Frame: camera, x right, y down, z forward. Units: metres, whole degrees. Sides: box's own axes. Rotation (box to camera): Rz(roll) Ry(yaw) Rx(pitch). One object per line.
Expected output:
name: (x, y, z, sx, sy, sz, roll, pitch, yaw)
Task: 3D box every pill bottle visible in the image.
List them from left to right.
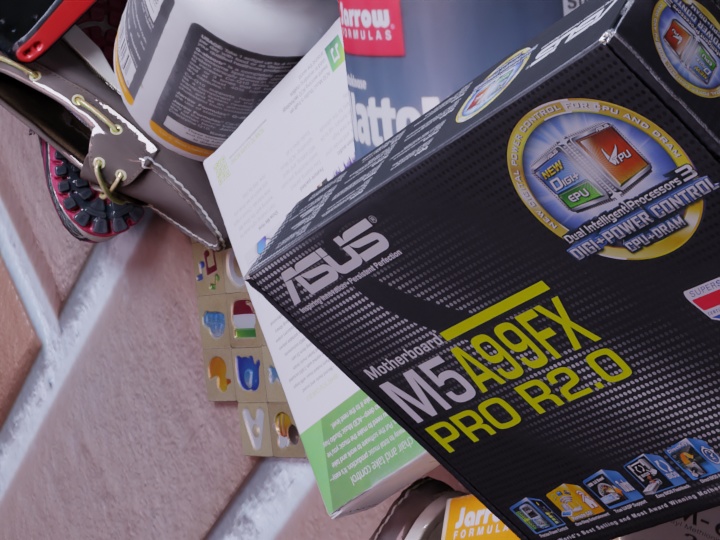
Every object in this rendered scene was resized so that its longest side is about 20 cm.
pill bottle: (-0.055, -0.143, 0.849, 0.200, 0.116, 0.117, 132, 123, -63)
pill bottle: (0.052, -0.087, 0.652, 0.119, 0.119, 0.201, 9, 110, 51)

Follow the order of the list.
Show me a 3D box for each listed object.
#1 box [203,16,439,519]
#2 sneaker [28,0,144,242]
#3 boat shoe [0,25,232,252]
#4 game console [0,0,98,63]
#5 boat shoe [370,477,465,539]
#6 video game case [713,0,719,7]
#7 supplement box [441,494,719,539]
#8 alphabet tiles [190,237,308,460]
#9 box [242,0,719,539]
box: (0.000, 0.000, 0.802, 0.144, 0.036, 0.201, -39, 64, 47)
sneaker: (-0.187, -0.117, 1.091, 0.075, 0.080, 0.201, 161, 106, -67)
boat shoe: (-0.147, -0.075, 0.999, 0.200, 0.059, 0.072, 43, 153, 12)
game console: (-0.193, -0.223, 1.039, 0.177, 0.031, 0.200, -50, 46, -5)
boat shoe: (0.006, 0.184, 0.886, 0.060, 0.072, 0.201, 42, 130, 35)
video game case: (0.119, -0.126, 0.620, 0.023, 0.200, 0.183, 1, 97, 18)
supplement box: (0.086, 0.196, 0.727, 0.126, 0.073, 0.201, -21, 52, 50)
alphabet tiles: (-0.050, 0.011, 0.991, 0.166, 0.006, 0.201, -6, 90, 52)
box: (0.076, 0.009, 0.546, 0.160, 0.044, 0.200, 44, 141, -14)
